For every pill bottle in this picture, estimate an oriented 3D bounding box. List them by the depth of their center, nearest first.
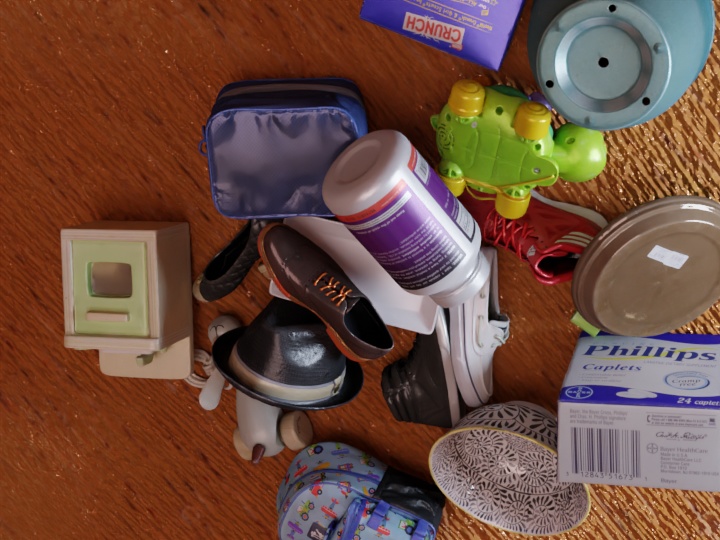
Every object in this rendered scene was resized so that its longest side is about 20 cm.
[{"bbox_3d":[0.055,-0.051,1.552,0.112,0.113,0.200,-27,123,24],"label":"pill bottle"}]

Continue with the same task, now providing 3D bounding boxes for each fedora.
[{"bbox_3d":[-0.077,0.082,1.684,0.199,0.201,0.092,21,113,7],"label":"fedora"}]

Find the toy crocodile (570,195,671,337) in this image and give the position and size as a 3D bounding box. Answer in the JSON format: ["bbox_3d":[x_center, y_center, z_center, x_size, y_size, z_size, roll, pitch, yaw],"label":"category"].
[{"bbox_3d":[0.309,-0.003,1.613,0.067,0.062,0.200,38,117,-1],"label":"toy crocodile"}]

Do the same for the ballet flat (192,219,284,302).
[{"bbox_3d":[-0.152,-0.025,1.721,0.057,0.067,0.200,22,138,-27],"label":"ballet flat"}]

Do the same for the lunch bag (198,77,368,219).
[{"bbox_3d":[-0.090,-0.143,1.632,0.198,0.133,0.137,0,114,4],"label":"lunch bag"}]

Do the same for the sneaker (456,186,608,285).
[{"bbox_3d":[0.179,-0.046,1.603,0.198,0.116,0.079,10,114,12],"label":"sneaker"}]

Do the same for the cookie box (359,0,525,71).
[{"bbox_3d":[0.108,-0.341,1.526,0.170,0.075,0.201,22,116,6],"label":"cookie box"}]

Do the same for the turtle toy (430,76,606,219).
[{"bbox_3d":[0.172,-0.142,1.571,0.199,0.101,0.146,19,130,9],"label":"turtle toy"}]

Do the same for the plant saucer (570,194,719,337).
[{"bbox_3d":[0.329,0.003,1.568,0.198,0.030,0.201,-9,133,-10],"label":"plant saucer"}]

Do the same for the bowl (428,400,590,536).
[{"bbox_3d":[0.189,0.219,1.705,0.199,0.095,0.202,16,141,14],"label":"bowl"}]

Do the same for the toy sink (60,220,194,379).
[{"bbox_3d":[-0.287,0.043,1.755,0.129,0.112,0.202,2,99,16],"label":"toy sink"}]

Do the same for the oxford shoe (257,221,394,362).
[{"bbox_3d":[-0.033,0.020,1.606,0.200,0.071,0.072,45,158,-15],"label":"oxford shoe"}]

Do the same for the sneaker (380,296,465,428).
[{"bbox_3d":[0.067,0.106,1.722,0.098,0.071,0.201,-4,114,12],"label":"sneaker"}]

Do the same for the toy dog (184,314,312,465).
[{"bbox_3d":[-0.147,0.166,1.796,0.200,0.096,0.132,46,116,-5],"label":"toy dog"}]

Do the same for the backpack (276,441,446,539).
[{"bbox_3d":[-0.015,0.321,1.792,0.199,0.135,0.183,27,117,-1],"label":"backpack"}]

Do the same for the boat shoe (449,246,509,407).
[{"bbox_3d":[0.143,0.068,1.683,0.066,0.074,0.202,-4,110,19],"label":"boat shoe"}]

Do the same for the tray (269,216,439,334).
[{"bbox_3d":[0.000,0.000,1.658,0.198,0.022,0.108,14,108,1],"label":"tray"}]

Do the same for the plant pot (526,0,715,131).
[{"bbox_3d":[0.260,-0.232,1.464,0.198,0.188,0.202,6,113,13],"label":"plant pot"}]

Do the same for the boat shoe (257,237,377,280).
[{"bbox_3d":[-0.027,-0.014,1.702,0.199,0.071,0.065,-15,106,20],"label":"boat shoe"}]

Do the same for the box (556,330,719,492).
[{"bbox_3d":[0.322,0.152,1.594,0.182,0.200,0.106,2,110,15],"label":"box"}]
